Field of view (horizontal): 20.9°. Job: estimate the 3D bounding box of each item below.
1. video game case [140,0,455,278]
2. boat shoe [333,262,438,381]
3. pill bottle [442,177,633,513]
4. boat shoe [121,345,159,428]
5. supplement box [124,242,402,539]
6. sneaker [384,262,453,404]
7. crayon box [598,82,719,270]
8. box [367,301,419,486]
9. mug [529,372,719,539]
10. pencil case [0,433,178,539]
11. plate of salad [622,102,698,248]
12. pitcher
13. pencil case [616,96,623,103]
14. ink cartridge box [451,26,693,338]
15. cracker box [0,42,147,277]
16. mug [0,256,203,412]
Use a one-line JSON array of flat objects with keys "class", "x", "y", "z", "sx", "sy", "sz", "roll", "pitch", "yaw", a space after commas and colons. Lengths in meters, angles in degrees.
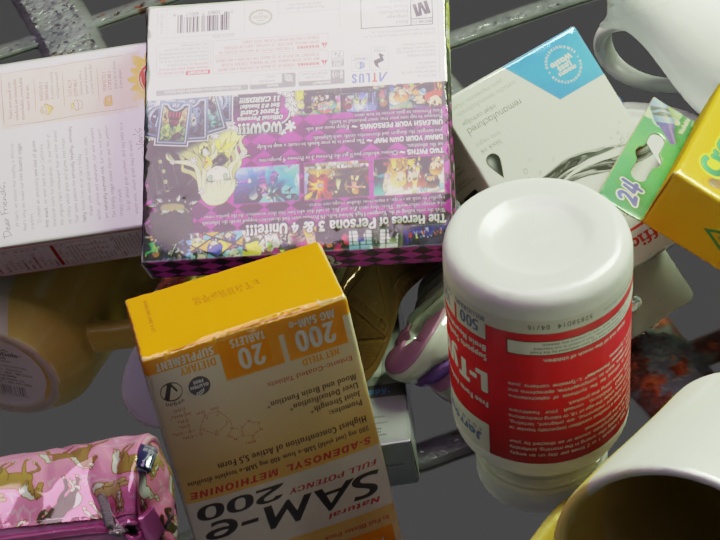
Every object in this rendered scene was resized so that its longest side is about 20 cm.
[{"class": "video game case", "x": -0.039, "y": -0.089, "z": 1.247, "sx": 0.200, "sy": 0.036, "sz": 0.182, "roll": -4, "pitch": 70, "yaw": 6}, {"class": "boat shoe", "x": 0.000, "y": 0.000, "z": 1.343, "sx": 0.072, "sy": 0.072, "sz": 0.200, "roll": -15, "pitch": 40, "yaw": 45}, {"class": "pill bottle", "x": 0.109, "y": 0.051, "z": 1.192, "sx": 0.112, "sy": 0.200, "sz": 0.112, "roll": -3, "pitch": 43, "yaw": 3}, {"class": "boat shoe", "x": -0.075, "y": 0.029, "z": 1.298, "sx": 0.200, "sy": 0.074, "sz": 0.065, "roll": -42, "pitch": -7, "yaw": 13}, {"class": "supplement box", "x": -0.055, "y": 0.098, "z": 1.183, "sx": 0.126, "sy": 0.200, "sz": 0.074, "roll": -18, "pitch": 32, "yaw": -6}, {"class": "sneaker", "x": 0.087, "y": 0.030, "z": 1.344, "sx": 0.080, "sy": 0.088, "sz": 0.200, "roll": -43, "pitch": 12, "yaw": 39}, {"class": "crayon box", "x": 0.264, "y": -0.044, "z": 1.247, "sx": 0.200, "sy": 0.052, "sz": 0.126, "roll": 31, "pitch": 44, "yaw": 4}, {"class": "box", "x": -0.044, "y": 0.078, "z": 1.346, "sx": 0.156, "sy": 0.041, "sz": 0.200, "roll": -9, "pitch": 34, "yaw": 4}, {"class": "mug", "x": 0.191, "y": 0.130, "z": 1.125, "sx": 0.186, "sy": 0.150, "sz": 0.153, "roll": 15, "pitch": 35, "yaw": 23}, {"class": "pencil case", "x": -0.220, "y": 0.155, "z": 1.257, "sx": 0.200, "sy": 0.087, "sz": 0.083, "roll": -7, "pitch": 67, "yaw": 8}, {"class": "plate of salad", "x": 0.182, "y": -0.062, "z": 1.466, "sx": 0.200, "sy": 0.048, "sz": 0.200, "roll": -9, "pitch": 36, "yaw": 7}, {"class": "pitcher", "x": 0.277, "y": -0.167, "z": 1.521, "sx": 0.200, "sy": 0.172, "sz": 0.121, "roll": 35, "pitch": 65, "yaw": 12}, {"class": "pencil case", "x": 0.099, "y": -0.086, "z": 1.422, "sx": 0.200, "sy": 0.087, "sz": 0.078, "roll": 2, "pitch": 72, "yaw": 22}, {"class": "ink cartridge box", "x": 0.141, "y": -0.045, "z": 1.302, "sx": 0.116, "sy": 0.200, "sz": 0.068, "roll": -31, "pitch": -2, "yaw": -16}, {"class": "cracker box", "x": -0.180, "y": -0.076, "z": 1.308, "sx": 0.200, "sy": 0.058, "sz": 0.134, "roll": -8, "pitch": 70, "yaw": 2}, {"class": "mug", "x": -0.216, "y": 0.010, "z": 1.381, "sx": 0.186, "sy": 0.149, "sz": 0.153, "roll": -31, "pitch": 28, "yaw": 41}]
